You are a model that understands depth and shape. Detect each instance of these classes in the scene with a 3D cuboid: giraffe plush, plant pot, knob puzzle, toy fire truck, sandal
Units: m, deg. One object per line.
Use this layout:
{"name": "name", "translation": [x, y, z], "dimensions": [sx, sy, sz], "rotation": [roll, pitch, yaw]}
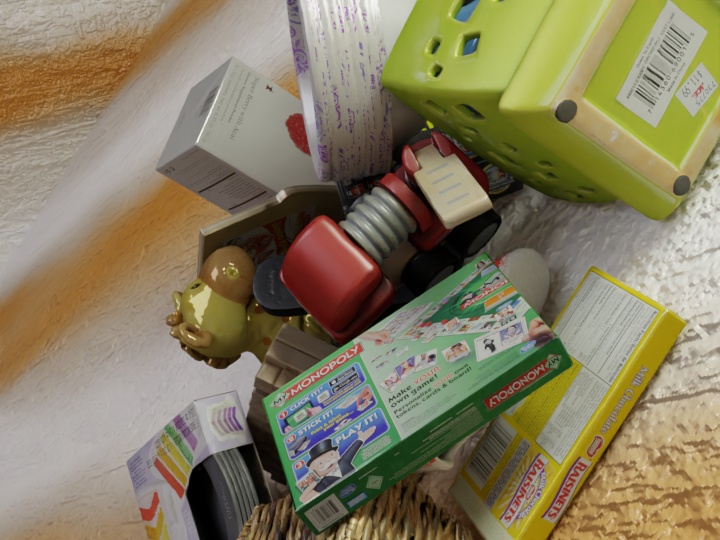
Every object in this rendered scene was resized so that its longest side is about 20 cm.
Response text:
{"name": "giraffe plush", "translation": [-0.105, 0.040, 1.046], "dimensions": [0.172, 0.161, 0.201], "rotation": [145, 138, -67]}
{"name": "plant pot", "translation": [0.166, -0.160, 0.765], "dimensions": [0.201, 0.198, 0.181], "rotation": [-60, 31, 4]}
{"name": "knob puzzle", "translation": [-0.088, -0.036, 1.134], "dimensions": [0.220, 0.219, 0.031], "rotation": [-46, 64, 27]}
{"name": "toy fire truck", "translation": [0.027, -0.029, 0.792], "dimensions": [0.176, 0.129, 0.200], "rotation": [-43, -18, -5]}
{"name": "sandal", "translation": [0.000, 0.001, 0.954], "dimensions": [0.199, 0.043, 0.077], "rotation": [-13, 61, 2]}

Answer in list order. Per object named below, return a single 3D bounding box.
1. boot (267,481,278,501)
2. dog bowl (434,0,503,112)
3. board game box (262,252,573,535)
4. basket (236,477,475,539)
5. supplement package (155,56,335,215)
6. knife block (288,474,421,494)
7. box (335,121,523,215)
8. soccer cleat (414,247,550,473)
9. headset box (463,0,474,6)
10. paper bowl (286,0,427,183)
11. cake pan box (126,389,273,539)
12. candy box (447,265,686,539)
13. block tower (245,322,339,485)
{"name": "boot", "translation": [-0.144, 0.248, 1.073], "dimensions": [0.200, 0.072, 0.091], "rotation": [8, 86, 64]}
{"name": "dog bowl", "translation": [0.142, -0.218, 0.877], "dimensions": [0.201, 0.111, 0.050], "rotation": [-58, 35, 8]}
{"name": "board game box", "translation": [0.032, 0.078, 0.725], "dimensions": [0.199, 0.029, 0.135], "rotation": [-34, 28, 2]}
{"name": "basket", "translation": [-0.015, 0.255, 0.717], "dimensions": [0.149, 0.143, 0.201], "rotation": [-31, 27, 38]}
{"name": "supplement package", "translation": [-0.110, -0.130, 1.221], "dimensions": [0.119, 0.199, 0.122], "rotation": [-17, 49, 56]}
{"name": "knife block", "translation": [0.013, 0.156, 0.867], "dimensions": [0.200, 0.064, 0.177], "rotation": [-29, 41, 47]}
{"name": "box", "translation": [0.049, -0.115, 1.001], "dimensions": [0.159, 0.044, 0.200], "rotation": [-19, 34, 2]}
{"name": "soccer cleat", "translation": [0.091, 0.066, 0.780], "dimensions": [0.200, 0.069, 0.085], "rotation": [-52, 16, -18]}
{"name": "headset box", "translation": [0.123, -0.313, 0.997], "dimensions": [0.175, 0.199, 0.093], "rotation": [-55, 42, 12]}
{"name": "paper bowl", "translation": [-0.002, -0.180, 0.897], "dimensions": [0.201, 0.103, 0.202], "rotation": [172, 90, -85]}
{"name": "cake pan box", "translation": [-0.138, 0.227, 0.964], "dimensions": [0.200, 0.052, 0.185], "rotation": [-39, 68, 50]}
{"name": "candy box", "translation": [0.139, 0.099, 0.737], "dimensions": [0.201, 0.026, 0.102], "rotation": [-58, 26, 6]}
{"name": "block tower", "translation": [-0.069, 0.125, 0.950], "dimensions": [0.054, 0.058, 0.200], "rotation": [-61, -7, -33]}
